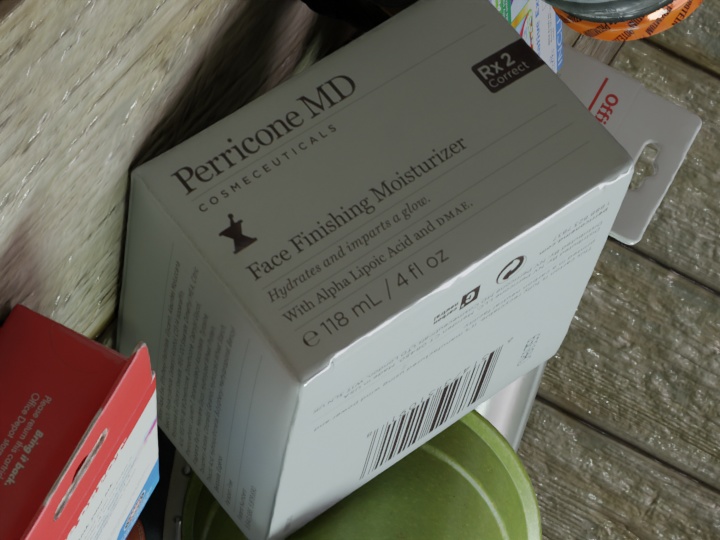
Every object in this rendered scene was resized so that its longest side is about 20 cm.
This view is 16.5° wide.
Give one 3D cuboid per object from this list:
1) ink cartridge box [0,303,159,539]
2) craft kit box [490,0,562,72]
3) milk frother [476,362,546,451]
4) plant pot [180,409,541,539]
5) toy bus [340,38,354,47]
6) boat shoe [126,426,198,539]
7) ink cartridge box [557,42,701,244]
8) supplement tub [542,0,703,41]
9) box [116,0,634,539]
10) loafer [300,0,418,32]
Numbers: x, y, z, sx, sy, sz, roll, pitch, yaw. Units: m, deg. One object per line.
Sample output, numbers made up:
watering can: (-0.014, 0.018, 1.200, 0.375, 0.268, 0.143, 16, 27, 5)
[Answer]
ink cartridge box: (-0.140, 0.093, 1.035, 0.116, 0.067, 0.200, -60, 173, -20)
craft kit box: (0.061, -0.159, 1.363, 0.198, 0.048, 0.200, -57, 149, -53)
milk frother: (-0.002, 0.095, 1.562, 0.200, 0.180, 0.188, 0, 110, -56)
plant pot: (-0.006, 0.179, 1.282, 0.190, 0.200, 0.200, -78, -167, -70)
toy bus: (-0.011, -0.046, 1.467, 0.078, 0.065, 0.200, -56, 171, -33)
boat shoe: (-0.089, 0.080, 1.383, 0.200, 0.062, 0.071, -67, 170, 21)
ink cartridge box: (0.092, -0.083, 1.515, 0.116, 0.200, 0.067, -58, 173, -32)
supplement tub: (0.116, -0.213, 1.253, 0.123, 0.122, 0.200, -60, 148, -22)
box: (0.000, 0.000, 1.184, 0.199, 0.131, 0.200, -33, 160, -22)
loafer: (0.010, -0.157, 1.161, 0.073, 0.072, 0.200, -61, 172, -4)
